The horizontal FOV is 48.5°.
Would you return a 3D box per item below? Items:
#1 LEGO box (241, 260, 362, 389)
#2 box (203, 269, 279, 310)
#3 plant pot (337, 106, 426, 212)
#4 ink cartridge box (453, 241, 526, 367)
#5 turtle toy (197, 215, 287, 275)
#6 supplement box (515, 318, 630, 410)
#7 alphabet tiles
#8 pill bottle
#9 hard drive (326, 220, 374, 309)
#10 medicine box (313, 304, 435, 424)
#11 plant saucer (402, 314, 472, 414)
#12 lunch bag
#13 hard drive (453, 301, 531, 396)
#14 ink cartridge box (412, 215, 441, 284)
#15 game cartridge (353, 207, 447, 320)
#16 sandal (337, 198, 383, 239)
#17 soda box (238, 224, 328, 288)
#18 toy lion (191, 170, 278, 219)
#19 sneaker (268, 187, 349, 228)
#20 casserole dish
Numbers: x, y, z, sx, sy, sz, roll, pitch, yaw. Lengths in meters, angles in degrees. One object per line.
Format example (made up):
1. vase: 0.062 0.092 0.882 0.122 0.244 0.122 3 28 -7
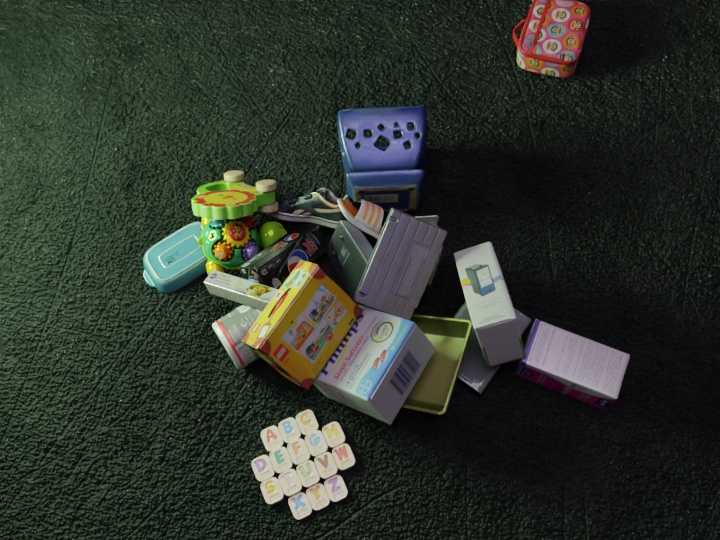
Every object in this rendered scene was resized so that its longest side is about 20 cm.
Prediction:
1. LEGO box: -0.112 0.107 1.579 0.201 0.149 0.077 -54 32 -15
2. box: -0.236 0.045 1.652 0.198 0.042 0.039 15 54 32
3. plant pot: 0.052 -0.238 1.787 0.198 0.200 0.182 -2 73 1
4. ink cartridge box: 0.259 0.067 1.605 0.087 0.146 0.201 -16 50 9
5. turtle toy: -0.261 -0.069 1.763 0.198 0.101 0.147 -3 73 -25
6. supplement box: 0.430 0.193 1.633 0.198 0.101 0.104 19 69 11
7. alphabet tiles: -0.115 0.390 1.620 0.198 0.015 0.197 -23 68 -7
8. pill bottle: -0.202 0.109 1.690 0.199 0.114 0.114 -32 69 -11
9. hard drive: 0.000 0.000 1.721 0.042 0.135 0.201 -20 68 -29
10. medicine box: 0.016 0.182 1.611 0.199 0.103 0.183 14 64 43
11. plant saucer: 0.130 0.194 1.636 0.199 0.048 0.201 3 65 41
12. lunch bag: 0.466 -0.581 1.978 0.174 0.082 0.202 15 67 13
13. hard drive: 0.251 0.147 1.698 0.139 0.033 0.200 34 73 15
14. ink cartridge box: 0.105 -0.037 1.686 0.116 0.200 0.068 -4 64 -5
15. game cartridge: 0.082 -0.010 1.607 0.129 0.038 0.202 21 100 -15
16. sandal: 0.036 -0.110 1.745 0.059 0.206 0.079 -46 30 18
17. soda box: -0.162 -0.028 1.722 0.070 0.064 0.200 4 33 44
18. toy lion: -0.290 -0.157 1.748 0.191 0.069 0.199 -20 28 -39
19. sneaker: -0.113 -0.150 1.800 0.198 0.080 0.079 9 23 10
20. casserole dish: -0.402 -0.036 1.802 0.199 0.039 0.122 -33 69 -10
